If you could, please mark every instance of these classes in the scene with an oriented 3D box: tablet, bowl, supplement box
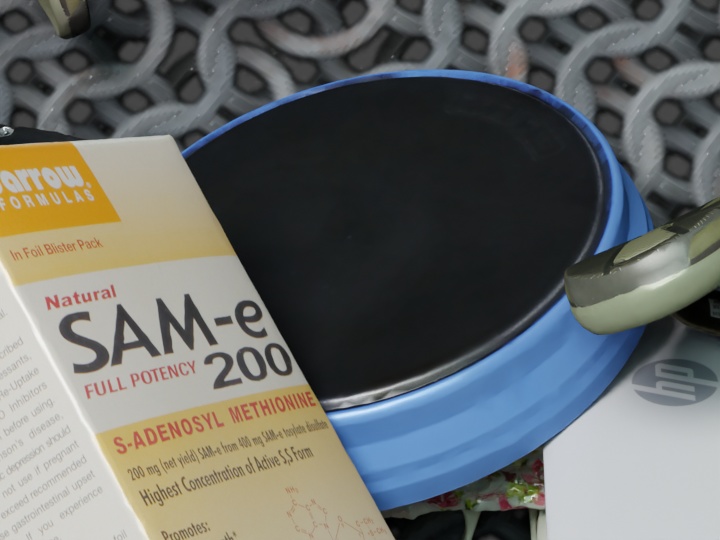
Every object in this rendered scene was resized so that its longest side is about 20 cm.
[{"bbox_3d":[0.123,0.041,0.863,0.130,0.014,0.200,-2,30,3],"label":"tablet"},{"bbox_3d":[0.000,0.000,0.903,0.200,0.039,0.201,-11,37,9],"label":"bowl"},{"bbox_3d":[-0.065,0.063,0.775,0.074,0.126,0.200,-35,79,25],"label":"supplement box"}]

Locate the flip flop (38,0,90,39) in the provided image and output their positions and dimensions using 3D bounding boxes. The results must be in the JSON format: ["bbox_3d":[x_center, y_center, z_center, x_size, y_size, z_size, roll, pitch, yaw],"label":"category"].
[{"bbox_3d":[-0.175,-0.153,0.975,0.200,0.081,0.058,43,80,0],"label":"flip flop"}]

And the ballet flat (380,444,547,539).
[{"bbox_3d":[0.045,0.072,0.908,0.200,0.076,0.064,0,99,10],"label":"ballet flat"}]

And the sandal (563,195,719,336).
[{"bbox_3d":[0.133,-0.001,0.859,0.080,0.201,0.057,-29,86,39],"label":"sandal"}]

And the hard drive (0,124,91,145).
[{"bbox_3d":[-0.203,-0.004,0.940,0.200,0.038,0.140,10,46,28],"label":"hard drive"}]
